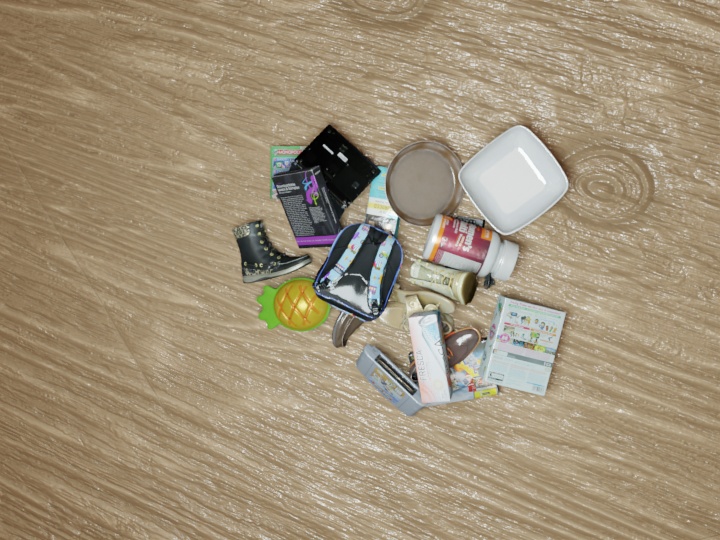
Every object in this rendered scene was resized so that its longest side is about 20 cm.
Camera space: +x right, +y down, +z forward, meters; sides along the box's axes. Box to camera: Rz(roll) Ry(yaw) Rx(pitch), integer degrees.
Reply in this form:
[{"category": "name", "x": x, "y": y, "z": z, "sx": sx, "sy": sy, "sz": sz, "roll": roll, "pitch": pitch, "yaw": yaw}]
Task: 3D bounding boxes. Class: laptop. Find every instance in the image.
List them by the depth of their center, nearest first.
[{"category": "laptop", "x": -0.079, "y": -0.219, "z": 1.316, "sx": 0.177, "sy": 0.103, "sz": 0.200, "roll": 42, "pitch": 84, "yaw": 5}]

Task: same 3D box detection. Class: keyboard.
[{"category": "keyboard", "x": 0.273, "y": -0.025, "z": 1.291, "sx": 0.126, "sy": 0.021, "sz": 0.201, "roll": 10, "pitch": 99, "yaw": 12}]

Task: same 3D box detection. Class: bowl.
[{"category": "bowl", "x": 0.351, "y": -0.205, "z": 1.226, "sx": 0.199, "sy": 0.075, "sz": 0.200, "roll": -38, "pitch": 86, "yaw": 14}]

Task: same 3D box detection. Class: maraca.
[{"category": "maraca", "x": -0.172, "y": 0.089, "z": 1.360, "sx": 0.199, "sy": 0.107, "sz": 0.138, "roll": -6, "pitch": 87, "yaw": 14}]

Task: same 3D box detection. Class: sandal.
[{"category": "sandal", "x": 0.123, "y": 0.087, "z": 1.270, "sx": 0.211, "sy": 0.078, "sz": 0.070, "roll": 17, "pitch": 61, "yaw": 38}]

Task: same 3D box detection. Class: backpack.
[{"category": "backpack", "x": 0.000, "y": 0.000, "z": 1.252, "sx": 0.182, "sy": 0.135, "sz": 0.201, "roll": 23, "pitch": 78, "yaw": 2}]

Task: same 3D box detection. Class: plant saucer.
[{"category": "plant saucer", "x": 0.151, "y": -0.206, "z": 1.264, "sx": 0.199, "sy": 0.032, "sz": 0.202, "roll": -2, "pitch": 101, "yaw": -10}]

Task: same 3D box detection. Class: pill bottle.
[{"category": "pill bottle", "x": 0.253, "y": -0.050, "z": 1.222, "sx": 0.199, "sy": 0.110, "sz": 0.110, "roll": 18, "pitch": 100, "yaw": 2}]

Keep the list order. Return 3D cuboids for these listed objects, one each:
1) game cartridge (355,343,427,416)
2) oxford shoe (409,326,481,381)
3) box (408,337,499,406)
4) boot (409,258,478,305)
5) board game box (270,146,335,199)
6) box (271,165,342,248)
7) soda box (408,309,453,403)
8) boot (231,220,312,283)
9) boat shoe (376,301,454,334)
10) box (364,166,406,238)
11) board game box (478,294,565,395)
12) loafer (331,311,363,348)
[{"category": "game cartridge", "x": 0.073, "y": 0.276, "z": 1.315, "sx": 0.200, "sy": 0.133, "sz": 0.042, "roll": 42, "pitch": 58, "yaw": 11}, {"category": "oxford shoe", "x": 0.202, "y": 0.207, "z": 1.264, "sx": 0.200, "sy": 0.073, "sz": 0.071, "roll": -39, "pitch": 85, "yaw": 13}, {"category": "box", "x": 0.231, "y": 0.254, "z": 1.319, "sx": 0.199, "sy": 0.038, "sz": 0.138, "roll": -13, "pitch": 92, "yaw": 14}, {"category": "boot", "x": 0.184, "y": 0.020, "z": 1.212, "sx": 0.154, "sy": 0.200, "sz": 0.072, "roll": 21, "pitch": 90, "yaw": 17}, {"category": "board game box", "x": -0.133, "y": -0.249, "z": 1.356, "sx": 0.199, "sy": 0.029, "sz": 0.136, "roll": 3, "pitch": 96, "yaw": 13}, {"category": "box", "x": -0.126, "y": -0.151, "z": 1.301, "sx": 0.142, "sy": 0.036, "sz": 0.201, "roll": 0, "pitch": 121, "yaw": 38}, {"category": "soda box", "x": 0.160, "y": 0.195, "z": 1.202, "sx": 0.068, "sy": 0.064, "sz": 0.201, "roll": -9, "pitch": 94, "yaw": 17}, {"category": "boot", "x": -0.235, "y": -0.058, "z": 1.372, "sx": 0.202, "sy": 0.073, "sz": 0.155, "roll": -14, "pitch": 94, "yaw": 21}, {"category": "boat shoe", "x": 0.131, "y": 0.120, "z": 1.315, "sx": 0.199, "sy": 0.065, "sz": 0.072, "roll": 6, "pitch": 97, "yaw": 12}, {"category": "box", "x": 0.059, "y": -0.151, "z": 1.311, "sx": 0.082, "sy": 0.049, "sz": 0.201, "roll": 11, "pitch": 98, "yaw": 12}, {"category": "board game box", "x": 0.376, "y": 0.173, "z": 1.242, "sx": 0.147, "sy": 0.064, "sz": 0.201, "roll": 14, "pitch": 94, "yaw": -1}, {"category": "loafer", "x": -0.013, "y": 0.112, "z": 1.342, "sx": 0.071, "sy": 0.073, "sz": 0.201, "roll": 24, "pitch": 101, "yaw": 11}]
